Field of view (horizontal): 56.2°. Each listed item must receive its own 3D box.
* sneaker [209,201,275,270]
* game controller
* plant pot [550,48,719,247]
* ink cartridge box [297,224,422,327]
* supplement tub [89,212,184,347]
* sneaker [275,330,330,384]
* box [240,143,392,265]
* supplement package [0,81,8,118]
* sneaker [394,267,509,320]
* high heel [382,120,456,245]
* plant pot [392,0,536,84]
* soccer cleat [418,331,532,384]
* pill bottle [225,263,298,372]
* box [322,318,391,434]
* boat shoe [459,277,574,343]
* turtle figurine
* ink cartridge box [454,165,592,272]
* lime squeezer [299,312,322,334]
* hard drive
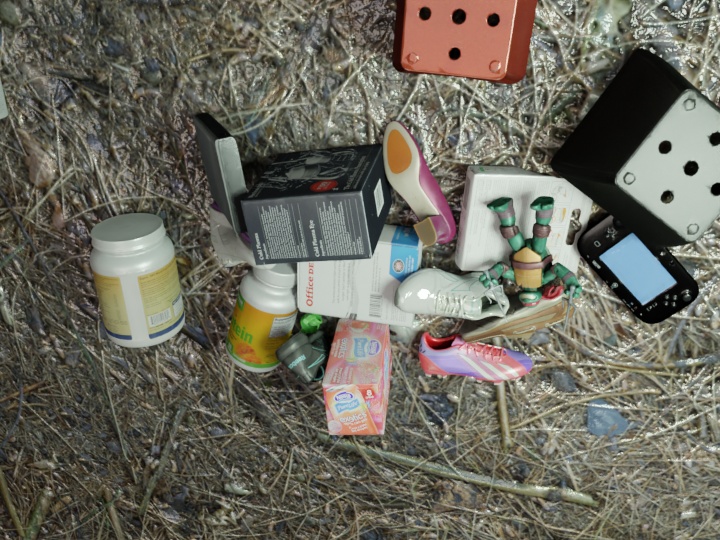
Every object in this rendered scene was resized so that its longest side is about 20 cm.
[{"bbox_3d":[-0.190,-0.040,1.108,0.074,0.199,0.102,-7,120,-34],"label":"sneaker"},{"bbox_3d":[0.428,-0.005,1.043,0.200,0.042,0.104,44,111,-10],"label":"game controller"},{"bbox_3d":[0.398,-0.147,0.883,0.198,0.178,0.201,35,108,-6],"label":"plant pot"},{"bbox_3d":[0.000,0.000,1.122,0.195,0.086,0.150,8,117,10],"label":"ink cartridge box"},{"bbox_3d":[-0.393,0.016,1.187,0.141,0.145,0.204,4,117,11],"label":"supplement tub"},{"bbox_3d":[-0.087,0.155,1.158,0.075,0.200,0.080,-40,80,9],"label":"sneaker"},{"bbox_3d":[-0.058,-0.103,1.018,0.178,0.201,0.106,-4,118,14],"label":"box"},{"bbox_3d":[-0.674,-0.340,1.089,0.114,0.118,0.204,7,118,10],"label":"supplement package"},{"bbox_3d":[0.148,0.041,1.063,0.196,0.080,0.072,-2,116,-23],"label":"sneaker"},{"bbox_3d":[0.098,-0.139,1.063,0.067,0.095,0.204,-26,87,32],"label":"high heel"},{"bbox_3d":[0.132,-0.340,0.869,0.195,0.177,0.204,8,118,8],"label":"plant pot"},{"bbox_3d":[0.197,0.147,1.164,0.195,0.067,0.078,0,115,16],"label":"soccer cleat"},{"bbox_3d":[-0.165,0.067,1.179,0.109,0.112,0.203,21,119,2],"label":"pill bottle"},{"bbox_3d":[-0.001,0.172,1.141,0.092,0.201,0.105,-2,116,8],"label":"box"},{"bbox_3d":[0.259,0.084,1.112,0.197,0.076,0.073,-24,112,24],"label":"boat shoe"},{"bbox_3d":[0.250,-0.007,1.011,0.146,0.101,0.205,-6,109,13],"label":"turtle figurine"},{"bbox_3d":[0.255,-0.078,1.058,0.195,0.050,0.164,0,118,-8],"label":"ink cartridge box"},{"bbox_3d":[-0.098,0.095,1.190,0.038,0.070,0.200,54,154,10],"label":"lime squeezer"},{"bbox_3d":[-0.213,-0.155,1.040,0.032,0.200,0.143,-16,117,-16],"label":"hard drive"}]
